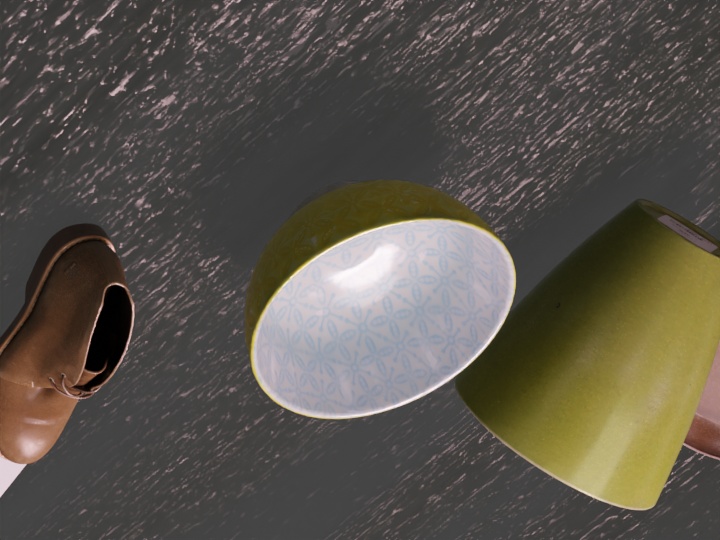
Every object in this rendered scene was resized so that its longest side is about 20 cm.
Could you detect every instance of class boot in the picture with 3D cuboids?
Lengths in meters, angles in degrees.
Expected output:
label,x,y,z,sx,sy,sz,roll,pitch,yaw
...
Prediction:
label,x,y,z,sx,sy,sz,roll,pitch,yaw
boot,-0.211,0.069,1.358,0.073,0.075,0.200,-2,129,-38

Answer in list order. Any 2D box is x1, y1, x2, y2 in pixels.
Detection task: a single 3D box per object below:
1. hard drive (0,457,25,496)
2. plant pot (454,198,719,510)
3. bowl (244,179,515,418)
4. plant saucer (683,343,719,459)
label,x,y,z,sx,sy,sz,roll,pitch,yaw
hard drive,-0.329,0.116,1.401,0.200,0.025,0.132,18,123,-40
plant pot,0.203,0.051,1.527,0.187,0.187,0.200,18,109,-40
bowl,0.000,0.000,1.391,0.200,0.108,0.200,-15,140,-13
plant saucer,0.318,0.077,1.632,0.200,0.032,0.201,13,129,16
